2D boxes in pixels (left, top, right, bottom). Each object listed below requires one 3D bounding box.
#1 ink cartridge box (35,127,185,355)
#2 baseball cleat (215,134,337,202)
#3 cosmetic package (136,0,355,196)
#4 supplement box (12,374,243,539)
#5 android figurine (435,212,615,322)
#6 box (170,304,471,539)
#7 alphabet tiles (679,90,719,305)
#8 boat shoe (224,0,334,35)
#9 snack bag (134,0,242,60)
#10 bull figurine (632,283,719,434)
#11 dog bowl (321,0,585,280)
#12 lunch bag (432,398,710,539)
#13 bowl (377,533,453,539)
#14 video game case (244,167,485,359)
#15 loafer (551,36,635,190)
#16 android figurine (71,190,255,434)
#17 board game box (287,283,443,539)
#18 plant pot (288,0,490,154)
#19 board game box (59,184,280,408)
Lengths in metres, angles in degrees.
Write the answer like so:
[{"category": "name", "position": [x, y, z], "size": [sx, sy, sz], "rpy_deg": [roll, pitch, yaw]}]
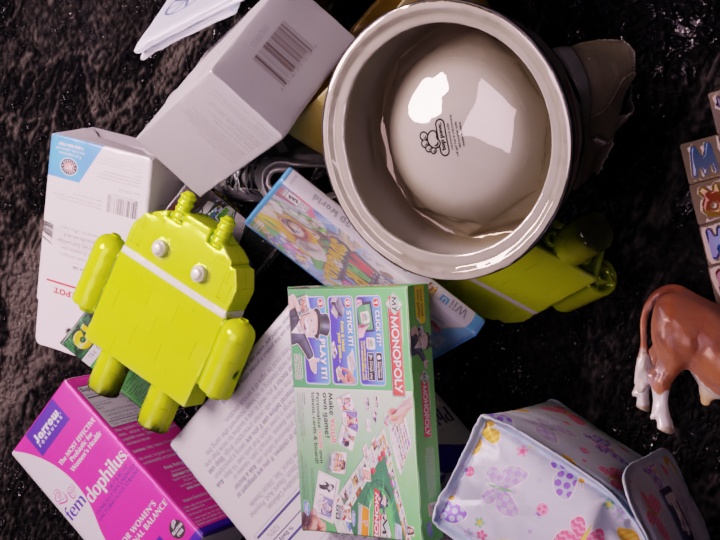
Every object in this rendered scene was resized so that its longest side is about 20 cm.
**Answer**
[{"category": "ink cartridge box", "position": [-0.231, -0.021, 1.639], "size": [0.115, 0.067, 0.202], "rpy_deg": [15, 106, 25]}, {"category": "baseball cleat", "position": [-0.083, -0.090, 1.544], "size": [0.198, 0.106, 0.071], "rpy_deg": [1, 99, 28]}, {"category": "cosmetic package", "position": [-0.097, -0.145, 1.440], "size": [0.081, 0.200, 0.113], "rpy_deg": [41, 67, -10]}, {"category": "supplement box", "position": [-0.208, 0.197, 1.632], "size": [0.200, 0.103, 0.101], "rpy_deg": [46, 112, 18]}, {"category": "android figurine", "position": [0.111, -0.015, 1.421], "size": [0.200, 0.181, 0.041], "rpy_deg": [-36, 32, 59]}, {"category": "box", "position": [-0.028, 0.155, 1.536], "size": [0.200, 0.105, 0.184], "rpy_deg": [48, 112, 16]}, {"category": "alphabet tiles", "position": [0.343, -0.055, 1.388], "size": [0.165, 0.006, 0.202], "rpy_deg": [-14, 88, 26]}, {"category": "boat shoe", "position": [-0.055, -0.219, 1.544], "size": [0.065, 0.073, 0.200], "rpy_deg": [51, 123, 9]}, {"category": "snack bag", "position": [-0.085, -0.260, 1.497], "size": [0.199, 0.189, 0.021], "rpy_deg": [-23, 114, 26]}, {"category": "bull figurine", "position": [0.304, 0.089, 1.385], "size": [0.199, 0.065, 0.122], "rpy_deg": [28, 103, 23]}, {"category": "dog bowl", "position": [0.075, -0.098, 1.287], "size": [0.198, 0.074, 0.202], "rpy_deg": [6, 104, 27]}, {"category": "lunch bag", "position": [0.185, 0.193, 1.397], "size": [0.199, 0.169, 0.128], "rpy_deg": [33, 103, 22]}, {"category": "bowl", "position": [0.033, 0.280, 1.471], "size": [0.201, 0.200, 0.091], "rpy_deg": [-49, 63, 21]}, {"category": "video game case", "position": [0.000, 0.000, 1.465], "size": [0.199, 0.143, 0.018], "rpy_deg": [38, 70, -5]}, {"category": "loafer", "position": [0.182, -0.121, 1.375], "size": [0.069, 0.200, 0.076], "rpy_deg": [-21, 75, -3]}, {"category": "android figurine", "position": [-0.165, 0.032, 1.526], "size": [0.181, 0.041, 0.201], "rpy_deg": [33, 107, 24]}, {"category": "board game box", "position": [0.002, 0.112, 1.425], "size": [0.134, 0.029, 0.202], "rpy_deg": [-1, 93, 42]}, {"category": "plant pot", "position": [0.051, -0.145, 1.442], "size": [0.142, 0.200, 0.200], "rpy_deg": [41, 113, -10]}, {"category": "board game box", "position": [-0.169, 0.021, 1.580], "size": [0.105, 0.023, 0.200], "rpy_deg": [39, 104, -8]}]
